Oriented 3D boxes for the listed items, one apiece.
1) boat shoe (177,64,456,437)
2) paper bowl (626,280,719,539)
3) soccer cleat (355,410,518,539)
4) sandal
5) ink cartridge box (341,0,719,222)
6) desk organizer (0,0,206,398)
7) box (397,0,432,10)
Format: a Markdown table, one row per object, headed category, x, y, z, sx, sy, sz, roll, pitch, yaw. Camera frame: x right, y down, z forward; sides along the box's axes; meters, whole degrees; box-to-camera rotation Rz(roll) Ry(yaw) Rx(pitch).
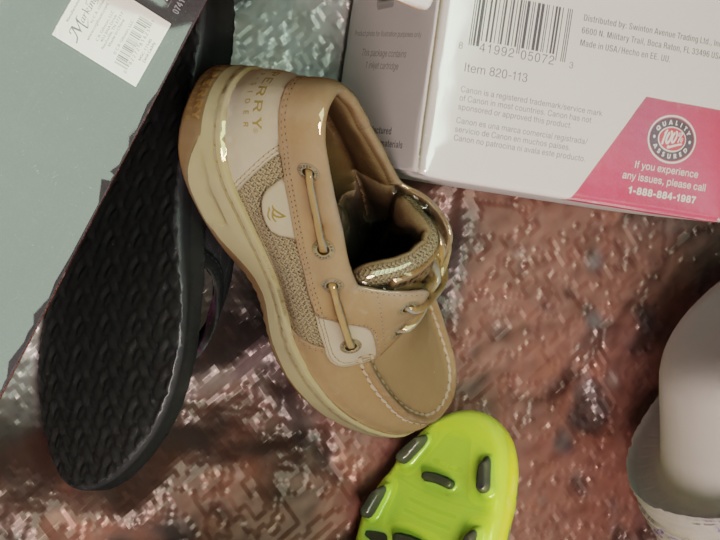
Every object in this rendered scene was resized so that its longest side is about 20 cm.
| category | x | y | z | sx | sy | sz | roll | pitch | yaw |
| --- | --- | --- | --- | --- | --- | --- | --- | --- | --- |
| boat shoe | 0.000 | 0.000 | 1.041 | 0.200 | 0.064 | 0.072 | 55 | 44 | -47 |
| paper bowl | 0.200 | 0.050 | 1.109 | 0.200 | 0.200 | 0.105 | -36 | 109 | -20 |
| soccer cleat | 0.032 | 0.157 | 1.120 | 0.084 | 0.064 | 0.201 | 16 | 82 | -55 |
| sandal | -0.072 | -0.014 | 1.038 | 0.048 | 0.075 | 0.201 | 12 | 89 | -45 |
| ink cartridge box | 0.081 | -0.128 | 1.097 | 0.146 | 0.083 | 0.201 | 8 | 91 | -27 |
| desk organizer | -0.129 | -0.047 | 0.994 | 0.072 | 0.077 | 0.201 | 30 | 81 | -18 |
| box | -0.065 | -0.184 | 0.914 | 0.199 | 0.152 | 0.107 | 19 | 103 | -28 |
